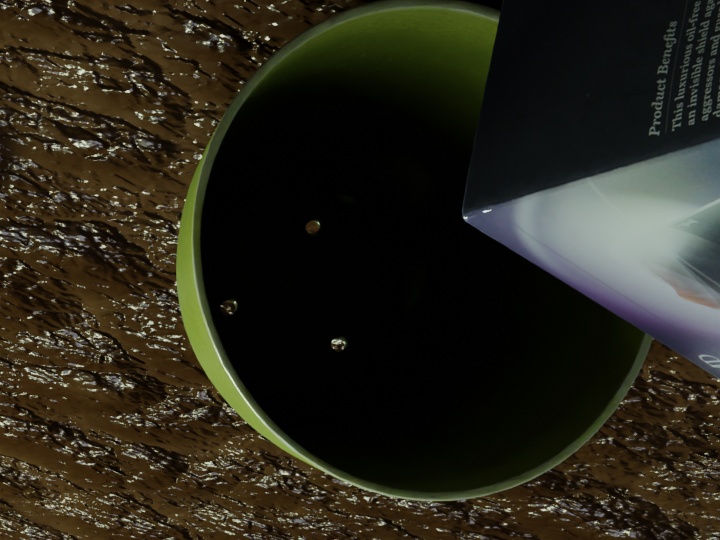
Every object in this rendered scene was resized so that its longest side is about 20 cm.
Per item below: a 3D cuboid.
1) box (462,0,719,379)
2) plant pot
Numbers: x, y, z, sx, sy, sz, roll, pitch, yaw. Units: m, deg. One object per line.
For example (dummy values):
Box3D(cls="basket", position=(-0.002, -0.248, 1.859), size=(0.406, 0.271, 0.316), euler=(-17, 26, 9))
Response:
Box3D(cls="box", position=(0.178, -0.044, 0.803), size=(0.200, 0.124, 0.198), euler=(30, 151, -33))
Box3D(cls="plant pot", position=(0.000, 0.000, 0.944), size=(0.186, 0.188, 0.200), euler=(19, 170, -14))
